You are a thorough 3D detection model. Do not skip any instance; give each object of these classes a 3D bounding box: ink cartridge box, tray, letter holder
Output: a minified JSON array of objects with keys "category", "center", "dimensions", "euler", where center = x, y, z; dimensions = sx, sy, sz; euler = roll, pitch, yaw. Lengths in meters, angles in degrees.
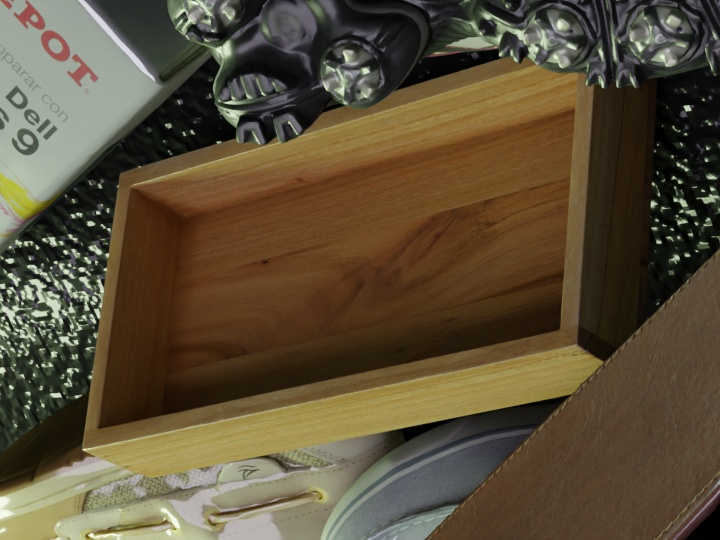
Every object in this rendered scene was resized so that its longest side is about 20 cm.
[{"category":"ink cartridge box","center":[-0.141,-0.083,0.844],"dimensions":[0.145,0.088,0.200],"euler":[48,132,-6]},{"category":"tray","center":[0.000,0.000,0.807],"dimensions":[0.199,0.099,0.037],"euler":[-13,151,38]},{"category":"letter holder","center":[0.085,0.111,0.686],"dimensions":[0.100,0.143,0.200],"euler":[27,130,-17]}]

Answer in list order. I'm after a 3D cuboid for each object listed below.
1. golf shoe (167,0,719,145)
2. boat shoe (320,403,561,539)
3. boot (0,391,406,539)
[{"category":"golf shoe","center":[0.044,-0.095,0.723],"dimensions":[0.199,0.088,0.078],"euler":[-7,113,25]},{"category":"boat shoe","center":[0.072,0.083,0.811],"dimensions":[0.200,0.072,0.070],"euler":[-15,111,23]},{"category":"boot","center":[-0.047,0.110,0.935],"dimensions":[0.199,0.073,0.156],"euler":[-23,108,31]}]
